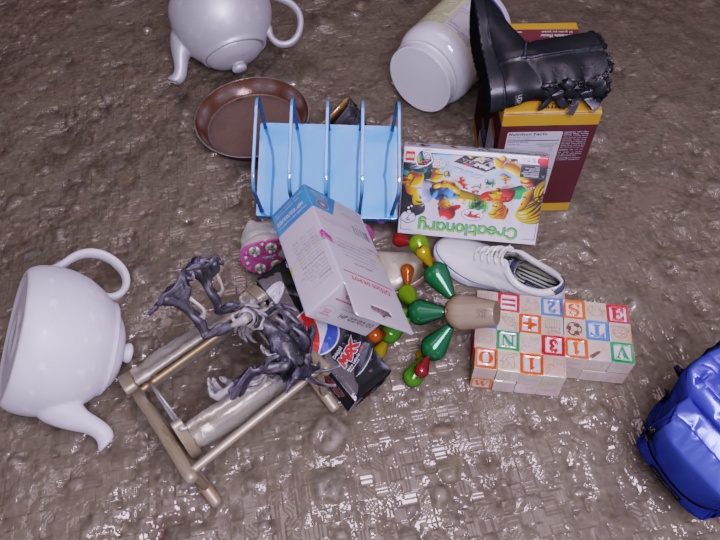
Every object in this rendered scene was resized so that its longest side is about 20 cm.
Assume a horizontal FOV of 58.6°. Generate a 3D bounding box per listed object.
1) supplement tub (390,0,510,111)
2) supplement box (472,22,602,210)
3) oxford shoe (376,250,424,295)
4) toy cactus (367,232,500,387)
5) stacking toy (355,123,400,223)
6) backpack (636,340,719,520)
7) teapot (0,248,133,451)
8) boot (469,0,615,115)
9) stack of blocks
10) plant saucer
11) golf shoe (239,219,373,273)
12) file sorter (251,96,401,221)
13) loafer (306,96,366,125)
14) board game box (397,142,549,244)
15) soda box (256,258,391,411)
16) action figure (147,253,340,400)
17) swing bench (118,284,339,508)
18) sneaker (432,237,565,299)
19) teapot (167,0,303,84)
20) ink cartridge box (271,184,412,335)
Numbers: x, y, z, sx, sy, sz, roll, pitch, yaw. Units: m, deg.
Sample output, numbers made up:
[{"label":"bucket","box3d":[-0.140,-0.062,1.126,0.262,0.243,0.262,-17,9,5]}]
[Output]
[{"label":"supplement tub","box3d":[0.157,-0.385,1.119,0.144,0.145,0.200,31,62,21]},{"label":"supplement box","box3d":[0.257,-0.230,0.976,0.132,0.201,0.198,0,56,1]},{"label":"oxford shoe","box3d":[0.000,0.000,0.904,0.198,0.074,0.071,-9,55,-4]},{"label":"toy cactus","box3d":[0.093,0.048,0.821,0.164,0.102,0.202,-1,74,31]},{"label":"stacking toy","box3d":[0.030,-0.115,0.980,0.200,0.116,0.110,38,62,9]},{"label":"backpack","box3d":[0.391,0.178,0.695,0.167,0.200,0.163,-27,62,-5]},{"label":"teapot","box3d":[-0.363,0.090,0.814,0.145,0.201,0.197,12,12,-33]},{"label":"boot","box3d":[0.236,-0.293,0.854,0.161,0.073,0.200,-7,63,1]},{"label":"stack of blocks","box3d":[0.246,0.099,0.837,0.198,0.059,0.116,5,56,5]},{"label":"plant saucer","box3d":[-0.186,-0.258,1.112,0.198,0.035,0.201,-1,57,1]},{"label":"golf shoe","box3d":[-0.082,-0.055,0.948,0.198,0.076,0.092,-7,40,-11]},{"label":"file sorter","box3d":[-0.045,-0.152,0.862,0.198,0.123,0.140,1,78,-2]},{"label":"loafer","box3d":[-0.074,-0.208,1.039,0.200,0.073,0.073,-41,35,-27]},{"label":"board game box","box3d":[0.155,-0.109,0.905,0.198,0.127,0.035,5,23,5]},{"label":"soda box","box3d":[-0.051,0.079,0.826,0.063,0.071,0.200,-37,77,-20]},{"label":"action figure","box3d":[-0.120,0.073,0.689,0.200,0.102,0.119,40,33,-12]},{"label":"swing bench","box3d":[-0.165,0.136,0.785,0.198,0.130,0.200,-37,63,-19]},{"label":"sneaker","box3d":[0.197,-0.009,0.905,0.199,0.071,0.073,22,59,18]},{"label":"teapot","box3d":[-0.236,-0.432,1.158,0.197,0.199,0.147,-25,94,-49]},{"label":"ink cartridge box","box3d":[-0.024,0.004,0.779,0.068,0.115,0.201,-40,52,23]}]
